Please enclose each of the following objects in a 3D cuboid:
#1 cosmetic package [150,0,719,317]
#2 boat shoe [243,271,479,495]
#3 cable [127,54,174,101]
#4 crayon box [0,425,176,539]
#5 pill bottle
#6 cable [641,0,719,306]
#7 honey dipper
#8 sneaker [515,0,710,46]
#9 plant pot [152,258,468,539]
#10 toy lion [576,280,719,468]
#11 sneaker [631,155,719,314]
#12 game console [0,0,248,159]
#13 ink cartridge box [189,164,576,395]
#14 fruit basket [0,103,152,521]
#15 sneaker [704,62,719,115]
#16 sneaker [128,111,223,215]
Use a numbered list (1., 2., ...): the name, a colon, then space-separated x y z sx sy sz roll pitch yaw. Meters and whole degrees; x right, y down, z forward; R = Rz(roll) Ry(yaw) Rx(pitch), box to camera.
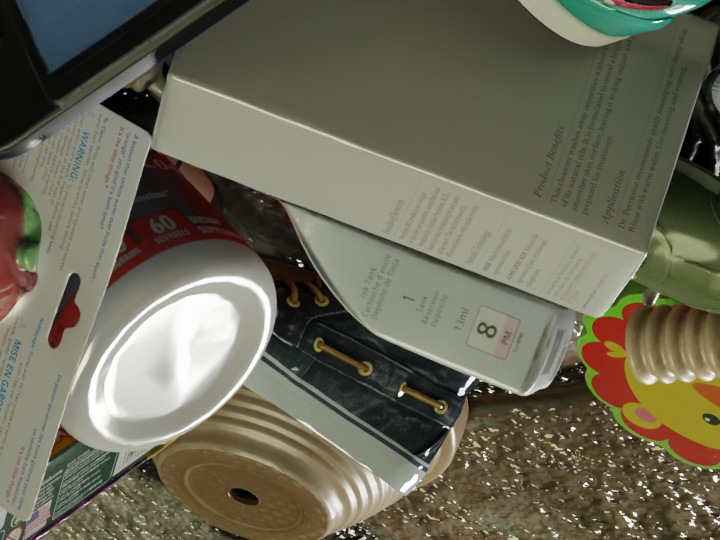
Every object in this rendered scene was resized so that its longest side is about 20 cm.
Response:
1. cosmetic package: 0.028 -0.073 1.048 0.200 0.113 0.081 22 158 0
2. boat shoe: -0.028 0.024 1.327 0.200 0.091 0.071 36 176 -22
3. cable: -0.159 -0.142 1.152 0.050 0.097 0.200 -44 123 10
4. crayon box: -0.202 0.055 1.231 0.172 0.200 0.058 31 126 19
5. pill bottle: -0.137 -0.020 1.208 0.200 0.116 0.116 46 163 33
6. cable: 0.148 -0.044 1.151 0.097 0.050 0.200 32 149 -2
7. honey dipper: 0.212 0.028 1.163 0.200 0.038 0.038 -5 141 34
8. sneaker: 0.070 -0.152 0.931 0.200 0.084 0.121 33 153 -33
9. plant pot: -0.050 0.086 1.437 0.201 0.093 0.201 16 149 10
10. toy lion: 0.202 0.047 1.265 0.192 0.069 0.200 28 149 3
11. sneaker: 0.077 -0.022 1.136 0.200 0.090 0.067 30 137 24
12. game console: -0.117 -0.170 0.979 0.200 0.171 0.118 -33 153 14
13. ink cartridge box: 0.000 0.000 1.226 0.200 0.057 0.163 19 -178 8
14. fruit basket: -0.182 -0.020 1.128 0.200 0.094 0.185 28 112 24
15. sneaker: 0.213 -0.054 1.091 0.074 0.088 0.200 51 -174 27
16. sneaker: -0.155 -0.020 1.351 0.200 0.073 0.071 -13 129 42
